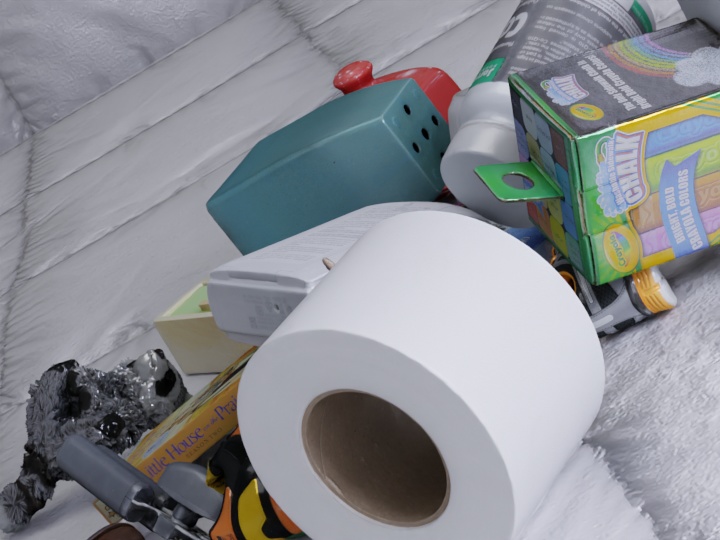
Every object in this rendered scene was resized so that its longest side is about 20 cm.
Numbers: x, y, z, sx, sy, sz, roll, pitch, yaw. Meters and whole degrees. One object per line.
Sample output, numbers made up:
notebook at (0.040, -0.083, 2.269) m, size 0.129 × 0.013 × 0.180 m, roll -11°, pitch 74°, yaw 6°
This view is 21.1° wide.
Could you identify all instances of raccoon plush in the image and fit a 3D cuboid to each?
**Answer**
raccoon plush at (-0.241, 0.145, 1.734) m, size 0.200 × 0.097 × 0.134 m, roll -42°, pitch -24°, yaw 27°

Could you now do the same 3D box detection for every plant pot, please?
plant pot at (-0.011, -0.082, 1.806) m, size 0.199 × 0.142 × 0.142 m, roll -31°, pitch 15°, yaw 35°

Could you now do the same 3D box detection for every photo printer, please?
photo printer at (0.000, 0.000, 1.536) m, size 0.199 × 0.070 × 0.166 m, roll -23°, pitch 16°, yaw -33°

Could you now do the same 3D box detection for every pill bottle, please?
pill bottle at (0.149, -0.140, 1.541) m, size 0.113 × 0.113 × 0.201 m, roll -7°, pitch 46°, yaw 52°

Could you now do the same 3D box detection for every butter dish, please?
butter dish at (0.023, -0.145, 1.968) m, size 0.198 × 0.148 × 0.200 m, roll -20°, pitch 21°, yaw 32°

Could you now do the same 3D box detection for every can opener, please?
can opener at (-0.157, 0.162, 1.473) m, size 0.199 × 0.053 × 0.067 m, roll 27°, pitch 86°, yaw 47°

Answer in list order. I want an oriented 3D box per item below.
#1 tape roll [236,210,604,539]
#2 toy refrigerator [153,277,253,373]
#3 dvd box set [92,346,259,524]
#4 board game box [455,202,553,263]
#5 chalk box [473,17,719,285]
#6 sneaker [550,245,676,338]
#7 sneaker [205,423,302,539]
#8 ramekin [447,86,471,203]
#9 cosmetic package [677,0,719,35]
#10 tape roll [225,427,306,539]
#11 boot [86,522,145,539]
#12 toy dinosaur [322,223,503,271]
tape roll at (0.040, 0.082, 1.236) m, size 0.202 × 0.204 × 0.139 m, roll -15°, pitch 24°, yaw 41°
toy refrigerator at (-0.103, 0.044, 1.788) m, size 0.076 × 0.070 × 0.199 m, roll -41°, pitch 21°, yaw -32°
dvd box set at (-0.124, 0.118, 1.589) m, size 0.200 × 0.029 × 0.146 m, roll -40°, pitch 6°, yaw 18°
board game box at (0.090, 0.003, 1.627) m, size 0.200 × 0.044 × 0.198 m, roll -41°, pitch 21°, yaw -31°
chalk box at (0.183, -0.079, 1.375) m, size 0.198 × 0.125 × 0.125 m, roll -18°, pitch 31°, yaw -9°
sneaker at (0.176, -0.009, 1.471) m, size 0.077 × 0.079 × 0.200 m, roll -34°, pitch 18°, yaw 6°
sneaker at (-0.072, 0.118, 1.373) m, size 0.089 × 0.070 × 0.201 m, roll -23°, pitch 32°, yaw 13°
ramekin at (0.168, -0.132, 1.702) m, size 0.201 × 0.095 × 0.202 m, roll -17°, pitch 9°, yaw 3°
cosmetic package at (0.352, -0.170, 1.409) m, size 0.164 × 0.201 × 0.165 m, roll -30°, pitch 18°, yaw -1°
tape roll at (-0.016, 0.123, 1.469) m, size 0.199 × 0.048 × 0.201 m, roll -28°, pitch 17°, yaw 9°
boot at (-0.134, 0.232, 1.342) m, size 0.199 × 0.064 × 0.187 m, roll -19°, pitch 29°, yaw 36°
toy dinosaur at (0.066, 0.042, 1.374) m, size 0.198 × 0.136 × 0.086 m, roll 3°, pitch 46°, yaw -16°
